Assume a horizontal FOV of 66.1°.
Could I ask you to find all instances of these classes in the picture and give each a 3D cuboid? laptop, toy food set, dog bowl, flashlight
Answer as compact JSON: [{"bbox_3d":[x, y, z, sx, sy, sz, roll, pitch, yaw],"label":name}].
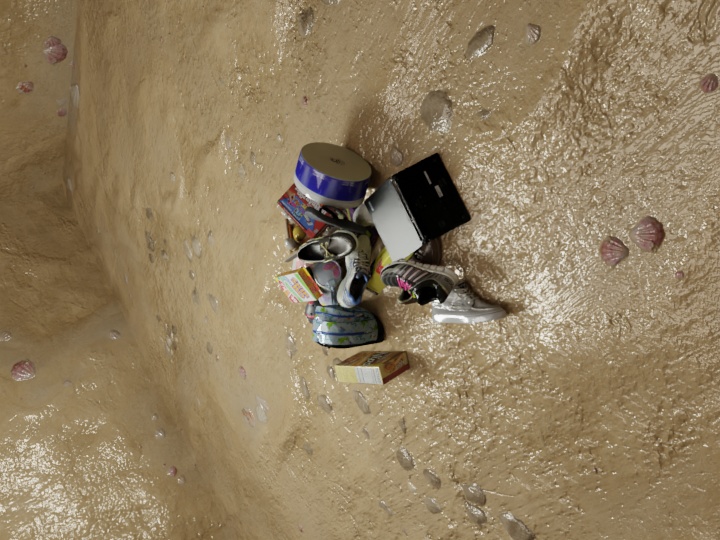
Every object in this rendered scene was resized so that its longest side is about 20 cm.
[{"bbox_3d":[0.132,-0.145,1.321,0.181,0.196,0.103,63,176,7],"label":"laptop"},{"bbox_3d":[-0.181,-0.140,1.623,0.141,0.060,0.205,-29,57,25],"label":"toy food set"},{"bbox_3d":[-0.071,-0.249,1.433,0.200,0.197,0.080,42,128,28],"label":"dog bowl"},{"bbox_3d":[-0.158,0.080,1.686,0.066,0.069,0.203,-4,139,12],"label":"flashlight"}]

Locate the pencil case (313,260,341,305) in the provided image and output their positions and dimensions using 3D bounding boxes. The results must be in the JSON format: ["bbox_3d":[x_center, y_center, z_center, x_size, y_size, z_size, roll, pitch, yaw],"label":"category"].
[{"bbox_3d":[-0.089,0.042,1.584,0.201,0.080,0.093,89,175,-67],"label":"pencil case"}]

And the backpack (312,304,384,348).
[{"bbox_3d":[-0.050,0.158,1.563,0.161,0.197,0.159,12,112,44],"label":"backpack"}]

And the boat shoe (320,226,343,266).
[{"bbox_3d":[-0.071,-0.057,1.570,0.072,0.075,0.201,48,163,16],"label":"boat shoe"}]

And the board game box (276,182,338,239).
[{"bbox_3d":[-0.155,-0.179,1.590,0.103,0.019,0.200,-45,55,-1],"label":"board game box"}]

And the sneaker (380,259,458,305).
[{"bbox_3d":[0.128,0.033,1.303,0.195,0.089,0.075,7,141,26],"label":"sneaker"}]

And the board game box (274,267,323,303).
[{"bbox_3d":[-0.177,0.045,1.576,0.097,0.030,0.198,55,151,-13],"label":"board game box"}]

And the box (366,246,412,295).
[{"bbox_3d":[0.075,-0.024,1.444,0.049,0.077,0.201,26,137,-13],"label":"box"}]

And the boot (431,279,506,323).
[{"bbox_3d":[0.246,0.071,1.302,0.196,0.073,0.099,-6,92,41],"label":"boot"}]

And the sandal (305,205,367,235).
[{"bbox_3d":[-0.062,-0.134,1.396,0.075,0.197,0.044,18,93,44],"label":"sandal"}]

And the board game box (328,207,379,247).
[{"bbox_3d":[-0.032,-0.129,1.565,0.201,0.032,0.121,50,132,23],"label":"board game box"}]

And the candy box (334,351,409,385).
[{"bbox_3d":[0.030,0.276,1.580,0.197,0.114,0.057,-11,98,49],"label":"candy box"}]

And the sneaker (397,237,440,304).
[{"bbox_3d":[0.144,0.002,1.384,0.070,0.074,0.205,34,128,34],"label":"sneaker"}]

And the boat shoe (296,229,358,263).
[{"bbox_3d":[-0.088,-0.056,1.459,0.198,0.060,0.073,-10,108,44],"label":"boat shoe"}]

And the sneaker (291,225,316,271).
[{"bbox_3d":[-0.153,-0.048,1.701,0.102,0.075,0.206,16,108,26],"label":"sneaker"}]

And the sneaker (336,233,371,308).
[{"bbox_3d":[0.000,0.000,1.456,0.085,0.075,0.206,-3,75,66],"label":"sneaker"}]

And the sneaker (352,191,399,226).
[{"bbox_3d":[0.050,-0.134,1.414,0.197,0.072,0.087,-18,63,45],"label":"sneaker"}]
